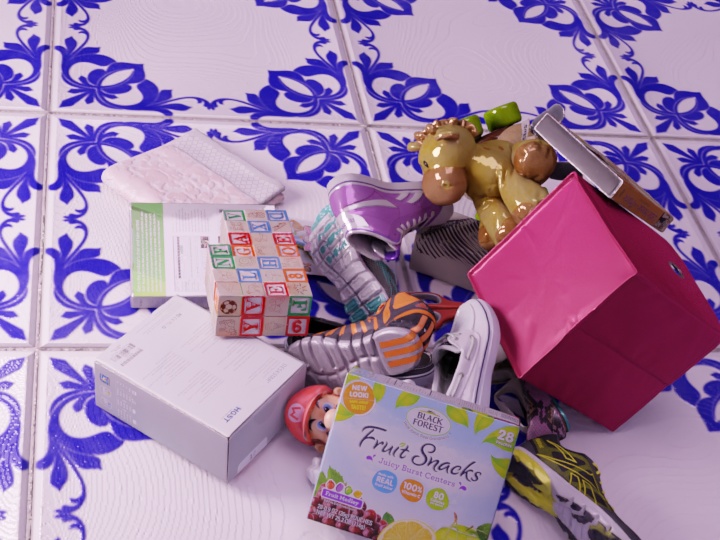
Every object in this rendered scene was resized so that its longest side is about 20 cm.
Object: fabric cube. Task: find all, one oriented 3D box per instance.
[{"bbox_3d":[0.289,0.040,1.580,0.198,0.200,0.197,30,26,-37],"label":"fabric cube"}]

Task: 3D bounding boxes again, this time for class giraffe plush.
[{"bbox_3d":[0.148,-0.133,1.667,0.160,0.173,0.202,14,54,-20],"label":"giraffe plush"}]

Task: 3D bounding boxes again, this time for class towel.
[{"bbox_3d":[-0.236,-0.121,1.825,0.199,0.033,0.190,34,45,25],"label":"towel"}]

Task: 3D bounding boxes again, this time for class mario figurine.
[{"bbox_3d":[0.007,0.189,1.470,0.197,0.107,0.124,17,42,4],"label":"mario figurine"}]

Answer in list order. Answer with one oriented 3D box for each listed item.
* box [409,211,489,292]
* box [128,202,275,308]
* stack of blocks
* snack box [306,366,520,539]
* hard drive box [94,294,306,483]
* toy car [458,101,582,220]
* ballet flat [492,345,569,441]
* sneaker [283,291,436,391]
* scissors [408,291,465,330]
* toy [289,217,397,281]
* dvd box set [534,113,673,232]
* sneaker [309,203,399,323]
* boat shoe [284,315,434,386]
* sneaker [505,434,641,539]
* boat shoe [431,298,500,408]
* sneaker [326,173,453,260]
[{"bbox_3d":[0.173,-0.016,1.773,0.198,0.069,0.082,18,41,9],"label":"box"},{"bbox_3d":[-0.205,-0.020,1.681,0.197,0.036,0.146,1,60,-14],"label":"box"},{"bbox_3d":[-0.134,0.000,1.581,0.114,0.059,0.201,0,33,-14],"label":"stack of blocks"},{"bbox_3d":[0.059,0.216,1.400,0.198,0.171,0.068,17,4,5],"label":"snack box"},{"bbox_3d":[-0.188,0.134,1.498,0.198,0.078,0.156,26,42,22],"label":"hard drive box"},{"bbox_3d":[0.241,-0.165,1.819,0.157,0.199,0.166,-21,92,-33],"label":"toy car"},{"bbox_3d":[0.197,0.142,1.609,0.070,0.070,0.201,-18,46,-4],"label":"ballet flat"},{"bbox_3d":[0.006,0.086,1.546,0.198,0.078,0.112,-9,23,29],"label":"sneaker"},{"bbox_3d":[0.147,0.049,1.734,0.197,0.014,0.074,-6,42,-18],"label":"scissors"},{"bbox_3d":[-0.045,-0.042,1.767,0.197,0.048,0.116,5,42,-7],"label":"toy"},{"bbox_3d":[0.317,-0.124,1.647,0.147,0.029,0.199,49,15,31],"label":"dvd box set"},{"bbox_3d":[0.000,0.000,1.699,0.091,0.077,0.202,15,43,-53],"label":"sneaker"},{"bbox_3d":[0.003,0.101,1.606,0.197,0.057,0.069,9,40,-3],"label":"boat shoe"},{"bbox_3d":[0.256,0.255,1.470,0.084,0.075,0.200,-31,56,-30],"label":"sneaker"},{"bbox_3d":[0.118,0.101,1.498,0.066,0.074,0.201,29,39,-21],"label":"boat shoe"},{"bbox_3d":[0.050,-0.056,1.681,0.198,0.073,0.115,3,53,-34],"label":"sneaker"}]
